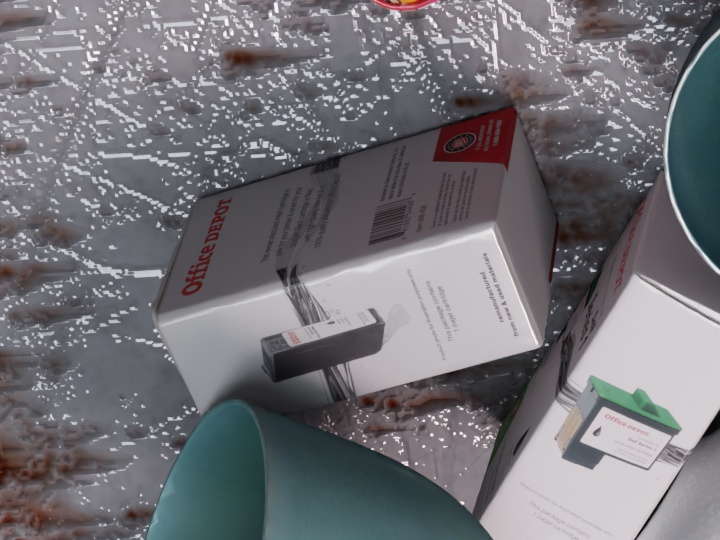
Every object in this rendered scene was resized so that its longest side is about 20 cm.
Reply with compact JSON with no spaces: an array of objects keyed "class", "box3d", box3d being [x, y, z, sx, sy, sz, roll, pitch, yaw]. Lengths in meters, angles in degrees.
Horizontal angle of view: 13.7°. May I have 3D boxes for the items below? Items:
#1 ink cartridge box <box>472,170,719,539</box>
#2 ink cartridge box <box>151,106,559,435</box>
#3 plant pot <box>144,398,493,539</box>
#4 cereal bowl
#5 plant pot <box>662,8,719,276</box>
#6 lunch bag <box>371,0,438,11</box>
[{"class":"ink cartridge box","box3d":[0.148,0.064,1.670,0.084,0.146,0.200,28,117,-2]},{"class":"ink cartridge box","box3d":[0.000,0.000,1.656,0.199,0.144,0.084,-15,116,16]},{"class":"plant pot","box3d":[-0.017,0.184,1.596,0.160,0.201,0.201,15,120,-20]},{"class":"cereal bowl","box3d":[0.195,0.155,1.687,0.083,0.200,0.200,34,117,-2]},{"class":"plant pot","box3d":[0.261,-0.090,1.579,0.199,0.135,0.201,3,118,6]},{"class":"lunch bag","box3d":[0.056,-0.232,1.560,0.200,0.082,0.176,-33,110,21]}]
